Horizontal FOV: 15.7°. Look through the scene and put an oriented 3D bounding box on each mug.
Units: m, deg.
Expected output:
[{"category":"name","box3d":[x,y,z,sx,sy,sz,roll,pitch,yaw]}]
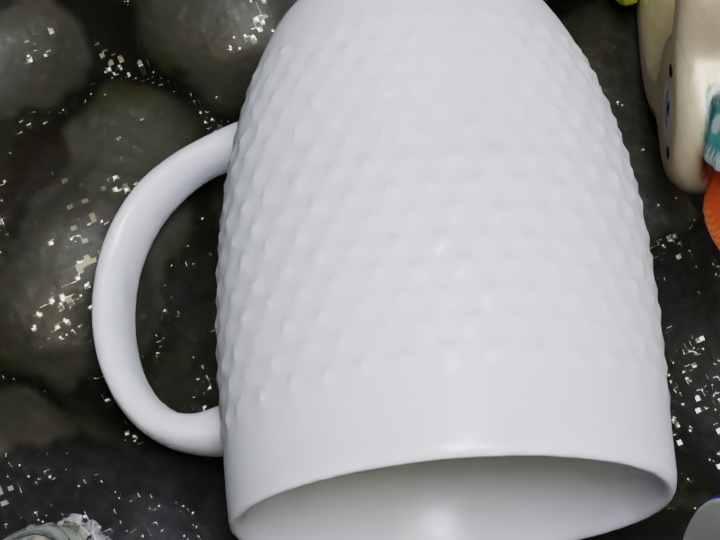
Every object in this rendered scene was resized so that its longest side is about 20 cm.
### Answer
[{"category":"mug","box3d":[0.000,0.000,0.878,0.199,0.148,0.177,-12,70,21]}]

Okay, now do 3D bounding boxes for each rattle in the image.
[{"category":"rattle","box3d":[0.080,-0.083,0.904,0.142,0.130,0.201,10,61,-15]}]

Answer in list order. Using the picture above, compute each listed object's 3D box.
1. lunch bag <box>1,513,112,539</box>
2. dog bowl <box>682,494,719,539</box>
[{"category":"lunch bag","box3d":[-0.044,0.178,0.779,0.199,0.139,0.169,27,49,-39]},{"category":"dog bowl","box3d":[0.165,0.160,0.813,0.078,0.200,0.201,-9,75,-10]}]
